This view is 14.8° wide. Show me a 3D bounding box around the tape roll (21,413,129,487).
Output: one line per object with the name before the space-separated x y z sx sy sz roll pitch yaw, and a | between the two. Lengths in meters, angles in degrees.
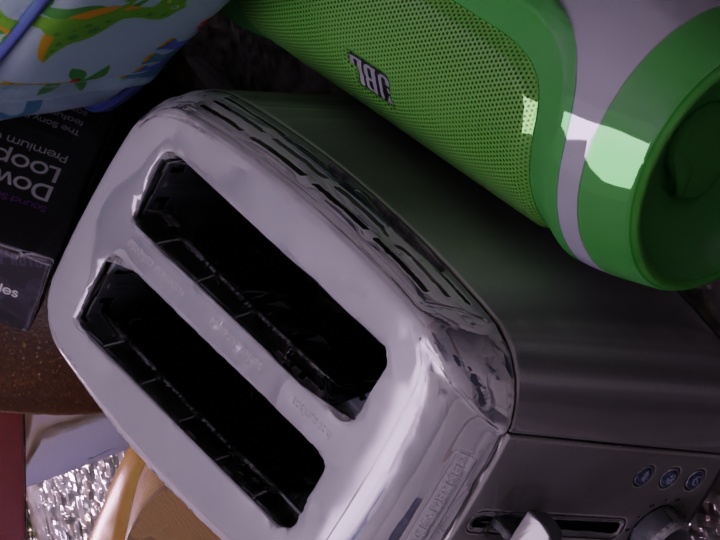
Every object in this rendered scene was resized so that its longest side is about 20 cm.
tape roll | -0.148 -0.015 1.038 0.202 0.071 0.203 25 123 44

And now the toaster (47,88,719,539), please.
toaster | 0.003 0.018 0.789 0.200 0.129 0.114 44 113 31

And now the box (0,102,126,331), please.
box | -0.139 -0.076 0.855 0.143 0.200 0.036 19 129 -2

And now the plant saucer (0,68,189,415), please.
plant saucer | -0.118 -0.036 0.884 0.200 0.200 0.037 48 131 28

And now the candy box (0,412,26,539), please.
candy box | -0.198 0.027 1.015 0.200 0.055 0.116 29 126 44

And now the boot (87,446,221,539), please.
boot | -0.071 0.132 0.868 0.071 0.144 0.201 21 100 -2

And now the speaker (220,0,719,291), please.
speaker | 0.032 -0.073 0.769 0.200 0.088 0.089 37 132 38

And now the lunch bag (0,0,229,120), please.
lunch bag | -0.079 -0.143 0.753 0.200 0.082 0.161 -40 66 52

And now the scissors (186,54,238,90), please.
scissors | 0.000 0.000 0.901 0.200 0.014 0.073 35 132 37
